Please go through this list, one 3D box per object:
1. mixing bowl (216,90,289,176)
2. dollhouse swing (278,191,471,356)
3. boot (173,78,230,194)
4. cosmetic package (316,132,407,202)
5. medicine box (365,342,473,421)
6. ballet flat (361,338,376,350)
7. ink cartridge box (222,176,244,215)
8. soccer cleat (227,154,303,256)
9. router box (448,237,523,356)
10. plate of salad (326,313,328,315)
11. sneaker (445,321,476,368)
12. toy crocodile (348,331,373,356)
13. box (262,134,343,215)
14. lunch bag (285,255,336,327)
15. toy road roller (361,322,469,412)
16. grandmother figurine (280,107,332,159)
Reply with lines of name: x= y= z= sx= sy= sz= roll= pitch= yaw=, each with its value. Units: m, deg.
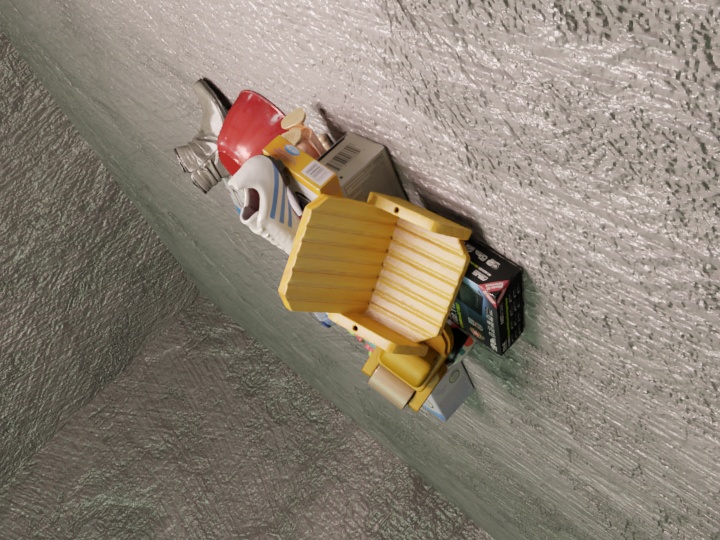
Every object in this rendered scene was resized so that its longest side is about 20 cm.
mixing bowl: x=-0.189 y=-0.215 z=1.335 sx=0.200 sy=0.108 sz=0.200 roll=39 pitch=163 yaw=15
dollhouse swing: x=0.021 y=0.005 z=1.018 sx=0.181 sy=0.201 sz=0.176 roll=27 pitch=-165 yaw=29
boot: x=-0.309 y=-0.259 z=1.421 sx=0.201 sy=0.130 sz=0.068 roll=63 pitch=173 yaw=-11
cosmetic package: x=0.008 y=-0.103 z=1.145 sx=0.087 sy=0.103 sz=0.200 roll=31 pitch=157 yaw=42
medicine box: x=0.128 y=0.204 z=1.598 sx=0.182 sy=0.103 sz=0.200 roll=29 pitch=159 yaw=42
ballet flat: x=-0.004 y=0.092 z=1.457 sx=0.200 sy=0.068 sz=0.075 roll=39 pitch=-165 yaw=24
ink cartridge box: x=-0.211 y=-0.164 z=1.552 sx=0.146 sy=0.084 sz=0.200 roll=37 pitch=163 yaw=25
soccer cleat: x=-0.126 y=-0.069 z=1.045 sx=0.070 sy=0.086 sz=0.200 roll=20 pitch=142 yaw=47
router box: x=0.174 y=0.031 z=1.135 sx=0.150 sy=0.062 sz=0.200 roll=36 pitch=162 yaw=31
plate of salad: x=0.000 y=0.000 z=1.302 sx=0.200 sy=0.200 sz=0.048 roll=42 pitch=-165 yaw=10
sneaker: x=0.166 y=0.141 z=1.369 sx=0.070 sy=0.093 sz=0.200 roll=42 pitch=163 yaw=8
toy crocodile: x=0.017 y=0.131 z=1.515 sx=0.062 sy=0.068 sz=0.200 roll=-3 pitch=-140 yaw=-48
box: x=-0.071 y=-0.102 z=1.094 sx=0.119 sy=0.041 sz=0.200 roll=37 pitch=164 yaw=25
lunch bag: x=-0.086 y=0.021 z=1.623 sx=0.200 sy=0.075 sz=0.161 roll=56 pitch=-160 yaw=-31
toy road roller: x=0.078 y=0.155 z=1.230 sx=0.123 sy=0.200 sz=0.146 roll=36 pitch=-154 yaw=11
grandmother figurine: x=-0.055 y=-0.163 z=1.169 sx=0.060 sy=0.122 sz=0.200 roll=-2 pitch=153 yaw=33
